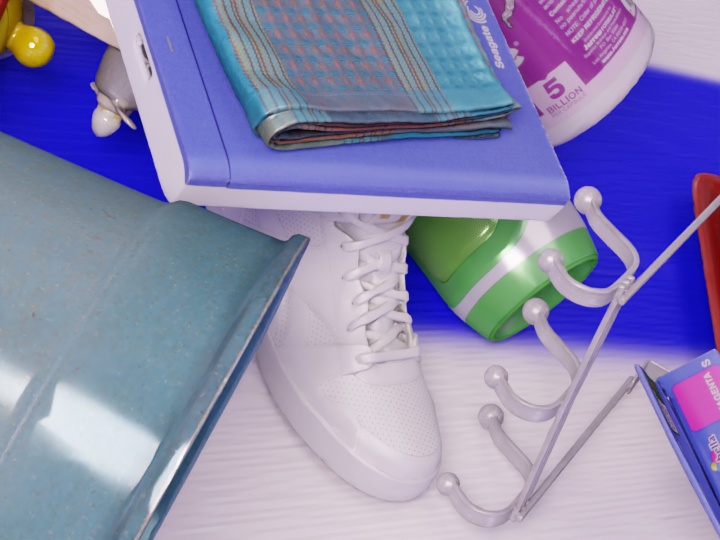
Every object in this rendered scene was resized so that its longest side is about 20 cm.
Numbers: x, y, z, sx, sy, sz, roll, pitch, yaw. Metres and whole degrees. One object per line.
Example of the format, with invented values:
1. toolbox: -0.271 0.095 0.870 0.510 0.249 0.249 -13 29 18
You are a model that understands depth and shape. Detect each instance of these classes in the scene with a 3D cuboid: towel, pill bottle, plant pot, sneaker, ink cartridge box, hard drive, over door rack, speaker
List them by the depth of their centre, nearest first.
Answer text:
1. plant pot: -0.150 0.029 0.587 0.196 0.200 0.200 29 42 0
2. towel: -0.021 -0.145 0.717 0.147 0.022 0.200 -8 67 -40
3. hard drive: -0.009 -0.084 0.724 0.200 0.025 0.132 1 57 -35
4. sneaker: 0.000 0.000 0.767 0.074 0.116 0.200 -8 61 -43
5. over door rack: 0.122 0.028 0.800 0.067 0.148 0.200 38 36 25
6. ink cartridge box: 0.201 0.113 0.801 0.200 0.042 0.119 33 30 -56
7. speaker: 0.038 -0.062 0.870 0.088 0.088 0.200 -22 69 -45
8. pill bottle: 0.069 -0.172 0.933 0.200 0.112 0.112 45 38 -21

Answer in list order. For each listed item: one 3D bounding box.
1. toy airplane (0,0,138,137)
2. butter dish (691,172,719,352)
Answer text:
1. toy airplane: -0.171 -0.147 0.752 0.199 0.141 0.200 -17 81 -12
2. butter dish: 0.317 0.006 0.970 0.200 0.148 0.199 21 44 -20
